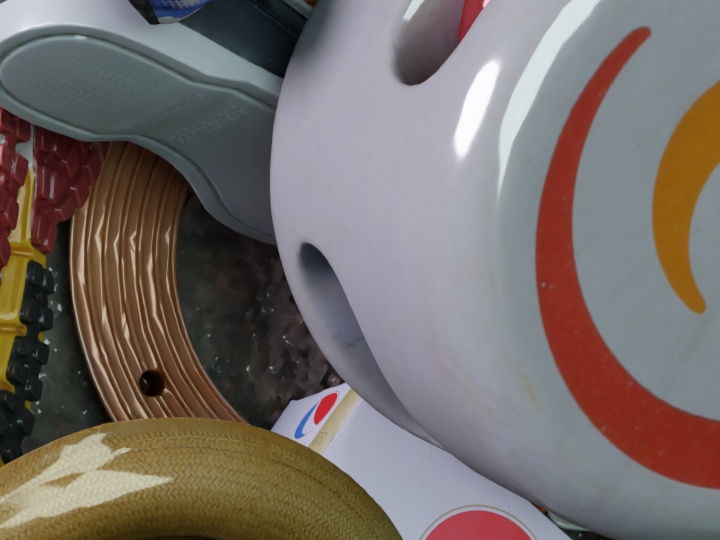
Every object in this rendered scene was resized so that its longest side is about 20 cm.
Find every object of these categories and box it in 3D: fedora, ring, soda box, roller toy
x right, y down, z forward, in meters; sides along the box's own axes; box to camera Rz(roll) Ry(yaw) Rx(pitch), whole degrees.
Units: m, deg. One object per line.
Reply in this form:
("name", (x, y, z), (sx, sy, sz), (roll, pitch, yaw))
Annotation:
("fedora", (-0.076, 0.116, 0.819), (0.200, 0.082, 0.201), (-11, 122, -19))
("ring", (0.000, 0.000, 0.942), (0.200, 0.019, 0.201), (3, 81, -21))
("soda box", (0.046, 0.122, 0.898), (0.200, 0.064, 0.068), (42, 64, -13))
("roller toy", (0.074, -0.028, 0.806), (0.182, 0.140, 0.201), (3, 99, -26))

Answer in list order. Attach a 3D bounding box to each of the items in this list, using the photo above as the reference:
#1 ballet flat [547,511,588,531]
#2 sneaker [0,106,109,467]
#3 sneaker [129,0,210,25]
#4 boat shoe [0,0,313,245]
("ballet flat", (0.096, 0.083, 0.942), (0.069, 0.069, 0.201), (-26, 111, -23))
("sneaker", (-0.130, -0.029, 0.858), (0.078, 0.082, 0.201), (61, 36, -52))
("sneaker", (-0.011, -0.145, 0.795), (0.079, 0.089, 0.200), (53, 52, -24))
("boat shoe", (-0.035, -0.059, 0.860), (0.200, 0.075, 0.061), (32, 48, -52))
